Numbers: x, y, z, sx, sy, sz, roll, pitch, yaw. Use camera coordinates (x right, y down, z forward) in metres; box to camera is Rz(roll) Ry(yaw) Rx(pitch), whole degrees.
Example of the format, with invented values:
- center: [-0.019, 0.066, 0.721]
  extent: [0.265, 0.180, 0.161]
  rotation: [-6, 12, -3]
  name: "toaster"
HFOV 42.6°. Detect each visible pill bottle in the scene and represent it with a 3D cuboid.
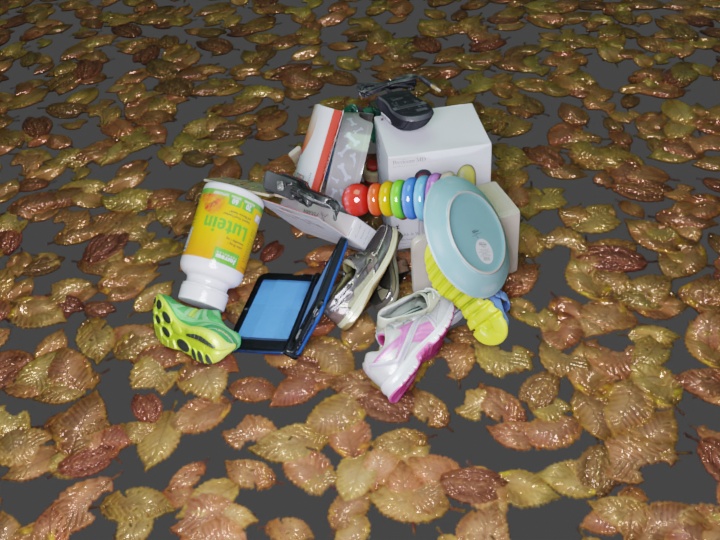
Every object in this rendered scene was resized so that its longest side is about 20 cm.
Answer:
- center: [-0.242, -0.038, 1.572]
  extent: [0.109, 0.111, 0.203]
  rotation: [11, 78, 19]
  name: "pill bottle"

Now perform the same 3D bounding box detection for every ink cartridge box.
- center: [-0.079, -0.095, 1.620]
  extent: [0.198, 0.173, 0.044]
  rotation: [20, 80, 43]
  name: "ink cartridge box"
- center: [-0.079, -0.212, 1.644]
  extent: [0.049, 0.165, 0.200]
  rotation: [16, 7, -6]
  name: "ink cartridge box"

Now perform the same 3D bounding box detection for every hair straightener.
- center: [-0.106, -0.124, 1.537]
  extent: [0.076, 0.042, 0.199]
  rotation: [2, 22, -42]
  name: "hair straightener"

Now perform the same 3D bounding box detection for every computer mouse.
- center: [0.092, -0.297, 1.653]
  extent: [0.138, 0.047, 0.200]
  rotation: [-17, 35, -22]
  name: "computer mouse"

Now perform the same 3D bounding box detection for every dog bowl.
- center: [-0.024, -0.192, 1.670]
  extent: [0.058, 0.202, 0.202]
  rotation: [12, 40, -3]
  name: "dog bowl"

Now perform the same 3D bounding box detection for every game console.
- center: [-0.119, 0.038, 1.529]
  extent: [0.117, 0.172, 0.201]
  rotation: [25, 41, -6]
  name: "game console"

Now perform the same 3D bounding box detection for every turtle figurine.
- center: [0.036, -0.308, 1.902]
  extent: [0.147, 0.102, 0.200]
  rotation: [15, 15, 18]
  name: "turtle figurine"

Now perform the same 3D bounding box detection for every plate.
- center: [0.175, -0.057, 1.447]
  extent: [0.025, 0.201, 0.201]
  rotation: [-24, 21, 43]
  name: "plate"

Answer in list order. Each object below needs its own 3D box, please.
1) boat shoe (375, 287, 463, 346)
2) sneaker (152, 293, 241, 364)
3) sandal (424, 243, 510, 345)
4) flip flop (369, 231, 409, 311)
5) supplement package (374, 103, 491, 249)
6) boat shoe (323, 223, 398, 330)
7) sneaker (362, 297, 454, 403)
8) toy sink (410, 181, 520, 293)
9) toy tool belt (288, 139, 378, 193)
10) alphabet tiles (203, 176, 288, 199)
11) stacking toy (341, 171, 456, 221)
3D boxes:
- center: [0.109, 0.062, 1.512]
  extent: [0.198, 0.063, 0.072]
  rotation: [-29, 45, -28]
  name: "boat shoe"
- center: [-0.273, 0.096, 1.517]
  extent: [0.199, 0.075, 0.083]
  rotation: [28, 25, 37]
  name: "sneaker"
- center: [0.178, 0.024, 1.499]
  extent: [0.079, 0.202, 0.087]
  rotation: [-32, 2, 36]
  name: "sandal"
- center: [0.055, 0.007, 1.584]
  extent: [0.057, 0.081, 0.201]
  rotation: [30, 28, -17]
  name: "flip flop"
- center: [0.131, -0.169, 1.682]
  extent: [0.188, 0.202, 0.148]
  rotation: [-9, 39, -4]
  name: "supplement package"
- center: [0.000, 0.000, 1.538]
  extent: [0.064, 0.073, 0.202]
  rotation: [33, 66, -15]
  name: "boat shoe"
- center: [0.075, 0.105, 1.425]
  extent: [0.088, 0.082, 0.200]
  rotation: [34, 54, 14]
  name: "sneaker"
- center: [0.163, -0.054, 1.596]
  extent: [0.197, 0.132, 0.113]
  rotation: [-16, 40, -12]
  name: "toy sink"
- center: [-0.042, -0.207, 1.806]
  extent: [0.197, 0.124, 0.125]
  rotation: [-17, 41, -15]
  name: "toy tool belt"
- center: [-0.188, -0.150, 1.677]
  extent: [0.163, 0.006, 0.200]
  rotation: [12, 9, 7]
  name: "alphabet tiles"
- center: [0.062, -0.121, 1.532]
  extent: [0.197, 0.086, 0.086]
  rotation: [3, 39, 22]
  name: "stacking toy"
